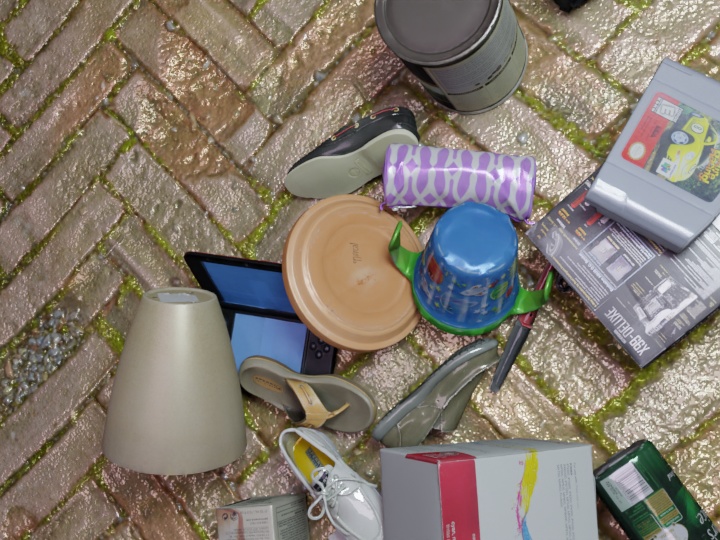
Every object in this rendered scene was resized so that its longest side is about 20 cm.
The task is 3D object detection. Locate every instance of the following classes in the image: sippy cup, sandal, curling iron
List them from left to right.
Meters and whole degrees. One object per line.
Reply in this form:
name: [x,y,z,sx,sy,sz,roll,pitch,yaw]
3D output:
sandal: [-0.076,0.168,1.069,0.198,0.054,0.081,17,121,14]
sippy cup: [0.129,-0.009,0.975,0.176,0.131,0.141,-13,64,-7]
curling iron: [0.213,0.063,1.016,0.049,0.026,0.201,34,97,23]

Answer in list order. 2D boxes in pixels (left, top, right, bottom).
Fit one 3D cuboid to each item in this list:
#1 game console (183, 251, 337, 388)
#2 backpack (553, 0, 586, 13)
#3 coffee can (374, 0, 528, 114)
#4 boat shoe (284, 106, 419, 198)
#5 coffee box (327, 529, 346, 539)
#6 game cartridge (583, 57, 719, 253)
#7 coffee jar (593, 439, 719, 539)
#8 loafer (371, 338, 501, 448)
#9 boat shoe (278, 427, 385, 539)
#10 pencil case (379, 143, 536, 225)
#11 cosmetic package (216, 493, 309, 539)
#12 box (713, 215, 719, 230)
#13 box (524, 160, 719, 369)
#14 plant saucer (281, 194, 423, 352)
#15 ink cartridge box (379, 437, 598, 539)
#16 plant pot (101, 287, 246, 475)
game console: [-0.138,0.076,1.093,0.198,0.119,0.174,8,87,21]
backpack: [0.277,-0.446,0.990,0.199,0.134,0.183,-36,75,10]
coffee can: [0.116,-0.286,0.994,0.145,0.200,0.148,-2,83,20]
boat shoe: [-0.013,-0.154,1.104,0.200,0.074,0.063,-21,47,25]
coffee box: [0.067,0.374,1.008,0.113,0.080,0.201,-38,73,12]
game cartridge: [0.341,-0.124,0.879,0.132,0.041,0.201,30,73,9]
coffee jar: [0.342,0.289,0.905,0.085,0.104,0.201,-36,74,9]
loafer: [0.104,0.161,1.029,0.200,0.075,0.070,-43,84,16]
boat shoe: [-0.034,0.257,0.983,0.075,0.086,0.202,-49,54,6]
pencil case: [0.119,-0.108,1.020,0.198,0.084,0.086,5,87,9]
cosmetic package: [-0.118,0.398,1.062,0.087,0.103,0.202,-10,80,20]
box: [0.381,-0.084,0.952,0.116,0.060,0.202,20,92,21]
box: [0.307,-0.017,0.914,0.158,0.050,0.200,-43,71,12]
plant saucer: [0.000,0.000,1.026,0.032,0.199,0.202,-32,69,58]
ink cartridge box: [0.141,0.266,0.911,0.198,0.145,0.146,0,83,-24]
plant pot: [-0.235,0.130,1.061,0.186,0.187,0.202,9,103,20]
